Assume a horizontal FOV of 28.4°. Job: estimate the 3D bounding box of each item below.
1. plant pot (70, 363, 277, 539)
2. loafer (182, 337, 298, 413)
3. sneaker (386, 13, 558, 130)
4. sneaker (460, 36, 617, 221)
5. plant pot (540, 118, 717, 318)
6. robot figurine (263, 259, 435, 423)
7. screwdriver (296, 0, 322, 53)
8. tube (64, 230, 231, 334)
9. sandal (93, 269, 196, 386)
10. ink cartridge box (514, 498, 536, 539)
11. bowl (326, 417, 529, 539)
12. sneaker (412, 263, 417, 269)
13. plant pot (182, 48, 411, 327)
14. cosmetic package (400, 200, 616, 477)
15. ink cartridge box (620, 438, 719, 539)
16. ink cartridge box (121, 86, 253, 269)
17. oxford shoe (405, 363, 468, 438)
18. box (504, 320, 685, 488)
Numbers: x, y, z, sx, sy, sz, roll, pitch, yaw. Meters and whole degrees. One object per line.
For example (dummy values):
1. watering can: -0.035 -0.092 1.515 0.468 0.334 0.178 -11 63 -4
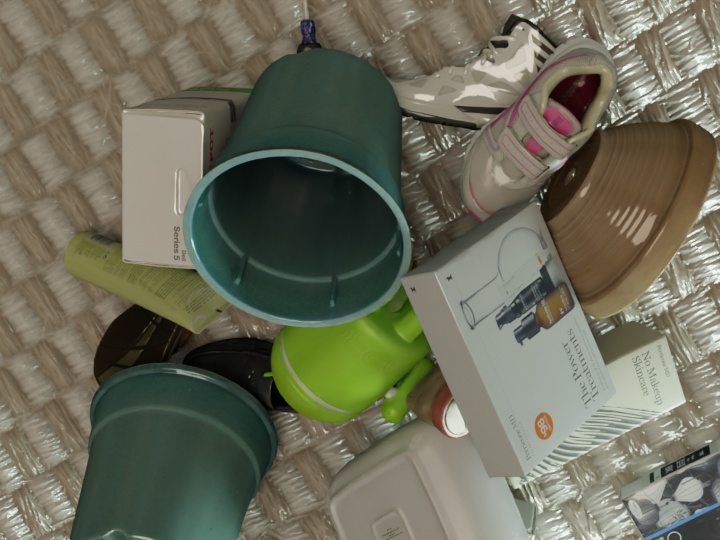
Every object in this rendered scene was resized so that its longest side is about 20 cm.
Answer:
1. plant pot: -0.196 0.233 1.420 0.199 0.197 0.201 5 132 5
2. loafer: -0.093 0.112 1.480 0.199 0.070 0.068 5 104 9
3. sneaker: 0.112 -0.195 1.382 0.199 0.076 0.116 9 96 -1
4. sneaker: 0.164 -0.130 1.310 0.081 0.088 0.200 35 96 -6
5. plant pot: 0.230 -0.065 1.310 0.092 0.201 0.201 31 107 -11
6. robot figurine: -0.008 0.069 1.370 0.175 0.116 0.200 40 122 -8
7. screwdriver: -0.056 -0.264 1.404 0.028 0.029 0.201 -3 108 10
8. tube: -0.216 0.012 1.448 0.199 0.052 0.058 19 86 30
9. sandal: -0.206 0.048 1.496 0.082 0.055 0.201 31 92 28
10. ink cartridge box: 0.092 0.327 1.492 0.144 0.084 0.201 15 105 6
11. bowl: 0.054 0.250 1.379 0.200 0.074 0.200 -36 70 36
12. sneaker: 0.000 0.000 1.450 0.200 0.073 0.077 48 132 -3
13. plant pot: -0.043 -0.087 1.292 0.199 0.197 0.201 5 132 5
14. cosmetic package: 0.136 0.060 1.268 0.052 0.151 0.201 -11 108 51
15. ink cartridge box: 0.374 0.224 1.444 0.199 0.039 0.100 -31 96 14
16. ink cartridge box: -0.157 -0.095 1.374 0.084 0.200 0.146 4 103 12
17. oxford shoe: 0.124 0.074 1.361 0.200 0.075 0.071 -38 125 -24
18. box: 0.210 0.129 1.390 0.199 0.068 0.082 -26 107 -12
